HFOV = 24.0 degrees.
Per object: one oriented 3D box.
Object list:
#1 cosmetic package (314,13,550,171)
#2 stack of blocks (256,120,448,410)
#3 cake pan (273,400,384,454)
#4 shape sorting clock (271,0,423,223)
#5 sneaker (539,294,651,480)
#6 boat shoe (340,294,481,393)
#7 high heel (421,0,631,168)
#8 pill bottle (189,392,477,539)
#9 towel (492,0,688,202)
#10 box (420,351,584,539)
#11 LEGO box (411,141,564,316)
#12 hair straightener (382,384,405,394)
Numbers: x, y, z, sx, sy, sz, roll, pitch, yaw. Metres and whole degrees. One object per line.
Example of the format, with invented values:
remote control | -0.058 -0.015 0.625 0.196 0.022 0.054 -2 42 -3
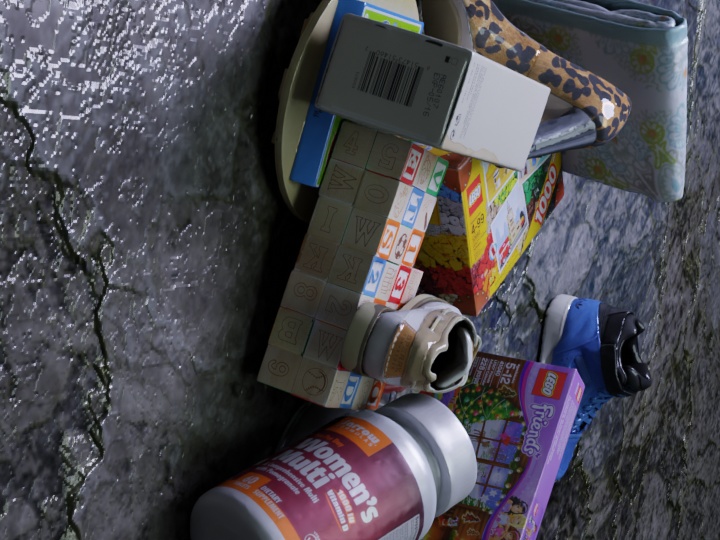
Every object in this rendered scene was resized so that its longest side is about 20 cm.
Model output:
cosmetic package | 0.057 -0.127 1.233 0.200 0.104 0.073 7 103 -68
stack of blocks | 0.000 0.000 1.259 0.115 0.059 0.200 15 94 -70
cake pan | -0.018 0.188 1.357 0.200 0.037 0.200 -30 125 -56
shape sorting clock | -0.009 -0.131 1.263 0.200 0.039 0.200 -52 152 -42
sneaker | 0.242 0.131 1.762 0.077 0.111 0.200 4 95 -63
boat shoe | 0.051 0.061 1.260 0.200 0.068 0.075 -4 112 -69
high heel | 0.134 -0.184 1.387 0.143 0.071 0.200 -17 77 -29
pill bottle | -0.016 0.168 1.219 0.200 0.110 0.110 -27 124 -37
towel | 0.199 -0.162 1.491 0.048 0.200 0.171 -38 134 -35
box | 0.100 0.168 1.469 0.200 0.137 0.039 -69 151 -22
LEGO box | 0.099 -0.080 1.451 0.200 0.077 0.149 -51 141 -45
hair straightener | 0.019 -0.005 1.354 0.077 0.041 0.200 -123 -149 -61
